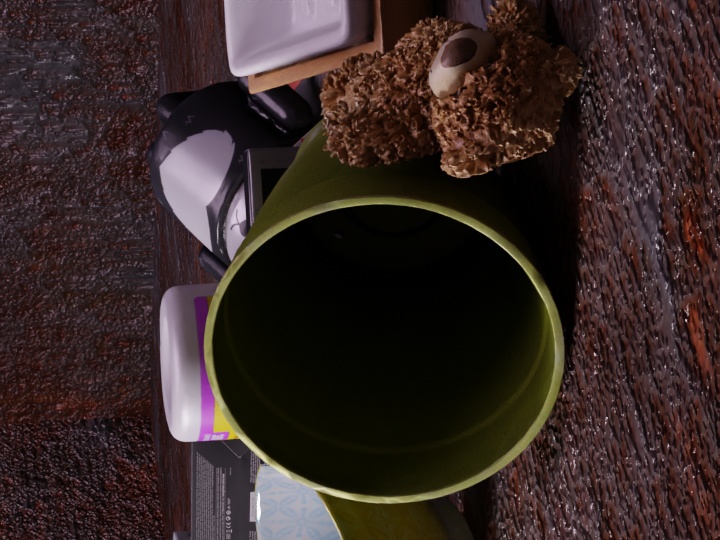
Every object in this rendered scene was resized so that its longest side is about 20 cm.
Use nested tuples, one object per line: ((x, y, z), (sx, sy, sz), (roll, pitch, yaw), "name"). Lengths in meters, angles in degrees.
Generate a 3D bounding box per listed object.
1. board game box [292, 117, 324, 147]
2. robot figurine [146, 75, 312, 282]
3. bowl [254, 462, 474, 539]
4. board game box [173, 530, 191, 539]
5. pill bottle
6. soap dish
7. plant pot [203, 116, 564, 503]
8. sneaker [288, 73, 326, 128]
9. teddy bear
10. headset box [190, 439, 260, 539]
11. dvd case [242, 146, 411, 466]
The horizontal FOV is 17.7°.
((-0.018, -0.038, 1.631), (0.046, 0.151, 0.201), (36, 149, 16), "board game box")
((-0.086, -0.069, 1.797), (0.200, 0.125, 0.151), (40, 166, 39), "robot figurine")
((0.016, 0.201, 1.527), (0.200, 0.107, 0.202), (164, 90, -70), "bowl")
((-0.076, 0.269, 1.918), (0.200, 0.146, 0.065), (-129, 38, -76), "board game box")
((-0.032, 0.057, 1.551), (0.104, 0.198, 0.105), (177, 90, -81), "pill bottle")
((-0.024, -0.217, 1.645), (0.200, 0.081, 0.159), (-8, 85, 60), "soap dish")
((0.017, -0.004, 1.352), (0.193, 0.199, 0.202), (-85, -1, -58), "plant pot")
((-0.015, -0.125, 1.800), (0.200, 0.076, 0.082), (105, 154, -63), "sneaker")
((0.043, -0.107, 1.267), (0.200, 0.144, 0.067), (-104, -3, -72), "teddy bear")
((-0.091, 0.150, 1.795), (0.200, 0.074, 0.150), (-94, 5, -76), "headset box")
((0.004, 0.020, 1.479), (0.025, 0.149, 0.202), (159, 108, -75), "dvd case")
